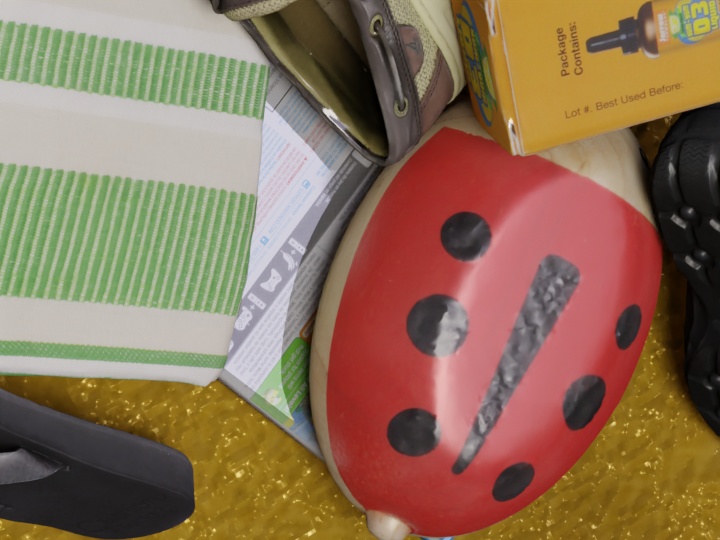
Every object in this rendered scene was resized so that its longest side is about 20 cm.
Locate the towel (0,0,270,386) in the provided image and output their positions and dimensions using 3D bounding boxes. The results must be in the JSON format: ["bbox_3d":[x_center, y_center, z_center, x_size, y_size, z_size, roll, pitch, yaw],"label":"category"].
[{"bbox_3d":[-0.101,-0.059,0.729,0.152,0.023,0.201,6,88,-37],"label":"towel"}]

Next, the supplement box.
[{"bbox_3d":[0.137,-0.105,0.736,0.200,0.069,0.067,-16,113,-10],"label":"supplement box"}]

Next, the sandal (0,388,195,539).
[{"bbox_3d":[-0.144,0.073,0.703,0.200,0.076,0.043,17,55,-34],"label":"sandal"}]

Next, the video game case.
[{"bbox_3d":[0.000,0.000,0.804,0.200,0.018,0.143,39,80,-15],"label":"video game case"}]

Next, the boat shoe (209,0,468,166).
[{"bbox_3d":[-0.028,-0.118,0.720,0.200,0.073,0.065,44,56,-29],"label":"boat shoe"}]

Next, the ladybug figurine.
[{"bbox_3d":[0.056,0.018,0.775,0.136,0.072,0.200,25,85,-18],"label":"ladybug figurine"}]

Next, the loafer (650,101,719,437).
[{"bbox_3d":[0.167,0.006,0.803,0.070,0.068,0.201,-55,141,-32],"label":"loafer"}]
